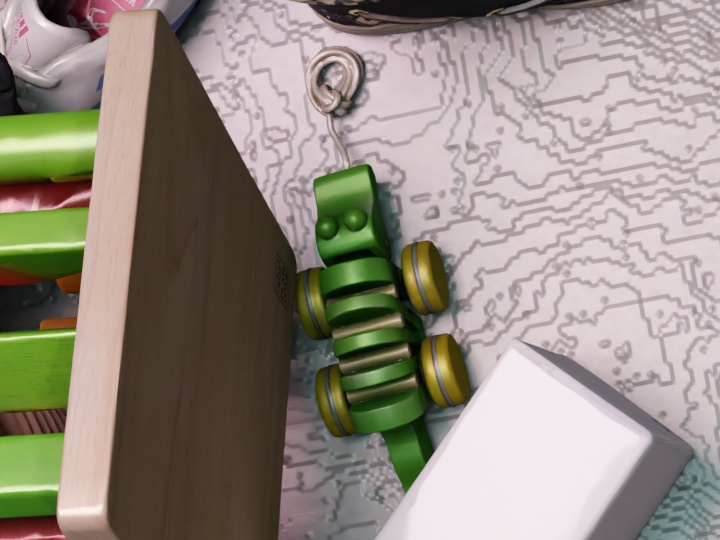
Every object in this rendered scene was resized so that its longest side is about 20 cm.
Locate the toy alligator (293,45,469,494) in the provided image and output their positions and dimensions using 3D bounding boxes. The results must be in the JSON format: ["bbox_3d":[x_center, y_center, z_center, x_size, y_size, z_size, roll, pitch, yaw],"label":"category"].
[{"bbox_3d":[0.000,0.000,1.198,0.059,0.054,0.201,-14,81,13],"label":"toy alligator"}]

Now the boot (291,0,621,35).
[{"bbox_3d":[0.055,-0.140,1.141,0.203,0.154,0.074,-14,87,15],"label":"boot"}]

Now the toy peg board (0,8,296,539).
[{"bbox_3d":[-0.100,0.041,1.085,0.098,0.199,0.200,-3,62,14],"label":"toy peg board"}]

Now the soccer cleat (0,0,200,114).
[{"bbox_3d":[-0.142,-0.077,1.226,0.070,0.086,0.200,38,95,15],"label":"soccer cleat"}]

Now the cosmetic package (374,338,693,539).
[{"bbox_3d":[0.041,0.130,1.151,0.071,0.101,0.200,36,94,16],"label":"cosmetic package"}]

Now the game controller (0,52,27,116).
[{"bbox_3d":[-0.193,-0.047,1.206,0.200,0.042,0.105,15,89,59],"label":"game controller"}]

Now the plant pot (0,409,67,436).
[{"bbox_3d":[-0.149,0.118,1.185,0.092,0.201,0.201,-7,81,-26],"label":"plant pot"}]
